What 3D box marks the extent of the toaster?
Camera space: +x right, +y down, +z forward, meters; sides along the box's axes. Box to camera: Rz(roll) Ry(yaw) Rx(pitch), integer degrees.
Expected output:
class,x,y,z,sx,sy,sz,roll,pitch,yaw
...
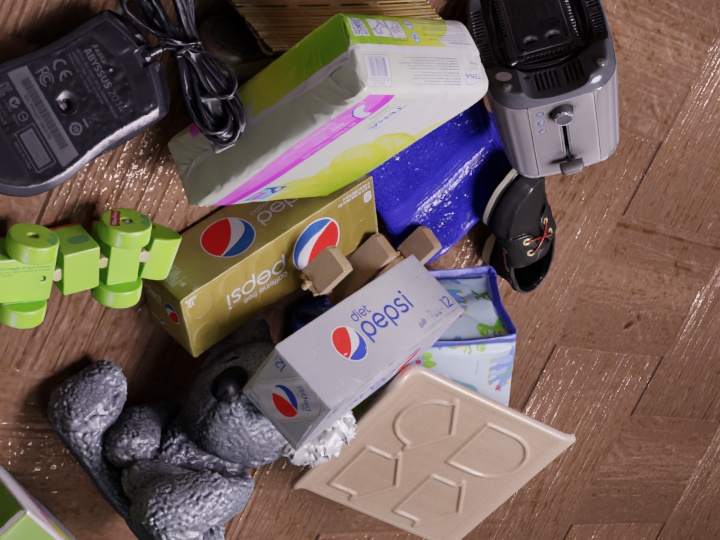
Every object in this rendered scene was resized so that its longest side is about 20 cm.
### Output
class,x,y,z,sx,sy,sz,roll,pitch,yaw
toaster,0.155,-0.176,1.293,0.112,0.202,0.130,-15,142,4

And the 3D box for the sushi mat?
class,x,y,z,sx,sy,sz,roll,pitch,yaw
sushi mat,-0.019,-0.198,1.138,0.199,0.096,0.012,-11,146,-42

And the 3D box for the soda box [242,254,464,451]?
class,x,y,z,sx,sy,sz,roll,pitch,yaw
soda box,-0.003,0.063,1.224,0.200,0.068,0.064,-34,167,-48

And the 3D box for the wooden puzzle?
class,x,y,z,sx,sy,sz,roll,pitch,yaw
wooden puzzle,0.063,0.161,1.356,0.199,0.047,0.185,23,129,-28

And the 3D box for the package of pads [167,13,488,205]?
class,x,y,z,sx,sy,sz,roll,pitch,yaw
package of pads,-0.021,-0.115,1.116,0.199,0.069,0.154,-29,167,39

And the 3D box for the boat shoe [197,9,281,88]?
class,x,y,z,sx,sy,sz,roll,pitch,yaw
boat shoe,-0.048,-0.165,1.165,0.198,0.072,0.077,-12,143,-34

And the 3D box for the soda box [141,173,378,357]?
class,x,y,z,sx,sy,sz,roll,pitch,yaw
soda box,-0.081,-0.018,1.235,0.199,0.064,0.068,-34,140,-24

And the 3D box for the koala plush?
class,x,y,z,sx,sy,sz,roll,pitch,yaw
koala plush,-0.119,0.131,1.239,0.200,0.177,0.184,-41,153,-17

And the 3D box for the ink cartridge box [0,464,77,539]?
class,x,y,z,sx,sy,sz,roll,pitch,yaw
ink cartridge box,-0.242,0.237,1.147,0.076,0.200,0.148,-44,142,-11

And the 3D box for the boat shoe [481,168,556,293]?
class,x,y,z,sx,sy,sz,roll,pitch,yaw
boat shoe,0.155,-0.042,1.420,0.074,0.063,0.202,-43,161,-15

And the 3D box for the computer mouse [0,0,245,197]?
class,x,y,z,sx,sy,sz,roll,pitch,yaw
computer mouse,-0.187,-0.114,1.033,0.199,0.053,0.140,-29,100,-23

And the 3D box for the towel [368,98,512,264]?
class,x,y,z,sx,sy,sz,roll,pitch,yaw
towel,0.066,-0.101,1.340,0.148,0.049,0.200,-48,143,-10

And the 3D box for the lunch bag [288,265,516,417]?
class,x,y,z,sx,sy,sz,roll,pitch,yaw
lunch bag,0.033,0.095,1.401,0.197,0.128,0.171,-6,128,-9

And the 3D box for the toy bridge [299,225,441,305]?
class,x,y,z,sx,sy,sz,roll,pitch,yaw
toy bridge,0.000,0.000,1.276,0.067,0.027,0.199,-44,167,25

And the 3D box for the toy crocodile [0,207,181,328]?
class,x,y,z,sx,sy,sz,roll,pitch,yaw
toy crocodile,-0.216,-0.008,1.108,0.198,0.062,0.068,-11,127,-36
